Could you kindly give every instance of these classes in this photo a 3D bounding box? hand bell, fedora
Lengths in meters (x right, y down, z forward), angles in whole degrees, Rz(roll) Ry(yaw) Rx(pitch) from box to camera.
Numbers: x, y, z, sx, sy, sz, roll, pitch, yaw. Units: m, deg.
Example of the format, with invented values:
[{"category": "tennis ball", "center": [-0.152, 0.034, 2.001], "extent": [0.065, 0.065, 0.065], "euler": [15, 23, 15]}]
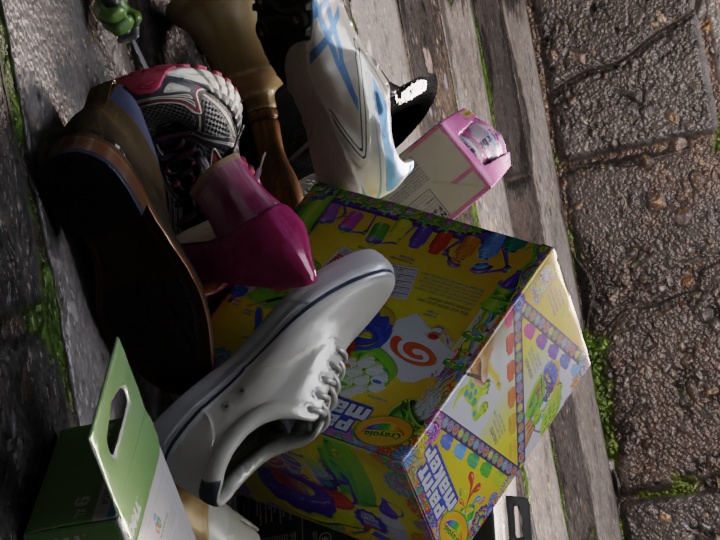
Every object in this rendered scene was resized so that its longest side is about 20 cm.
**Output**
[{"category": "hand bell", "center": [-0.068, -0.103, 1.755], "extent": [0.104, 0.104, 0.201], "euler": [30, 45, -74]}, {"category": "fedora", "center": [-0.036, -0.113, 1.886], "extent": [0.092, 0.201, 0.201], "euler": [50, 11, 7]}]

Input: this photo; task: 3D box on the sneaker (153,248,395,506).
[{"category": "sneaker", "center": [-0.042, 0.072, 1.546], "extent": [0.071, 0.200, 0.073], "euler": [40, -15, 24]}]

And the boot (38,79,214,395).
[{"category": "boot", "center": [-0.131, -0.021, 1.528], "extent": [0.097, 0.075, 0.200], "euler": [-79, 154, -51]}]

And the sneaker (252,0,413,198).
[{"category": "sneaker", "center": [-0.019, -0.143, 1.715], "extent": [0.072, 0.072, 0.200], "euler": [-30, 111, -32]}]

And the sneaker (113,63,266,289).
[{"category": "sneaker", "center": [-0.109, -0.066, 1.648], "extent": [0.200, 0.080, 0.075], "euler": [64, 22, -52]}]

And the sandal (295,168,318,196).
[{"category": "sandal", "center": [0.001, 0.000, 1.833], "extent": [0.048, 0.075, 0.201], "euler": [28, -22, 46]}]

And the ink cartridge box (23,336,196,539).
[{"category": "ink cartridge box", "center": [-0.139, 0.151, 1.390], "extent": [0.104, 0.059, 0.200], "euler": [-79, 156, -59]}]

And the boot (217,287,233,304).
[{"category": "boot", "center": [-0.055, 0.079, 1.831], "extent": [0.200, 0.070, 0.132], "euler": [68, 16, -2]}]

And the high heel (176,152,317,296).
[{"category": "high heel", "center": [-0.078, 0.004, 1.577], "extent": [0.096, 0.067, 0.200], "euler": [54, -30, 11]}]

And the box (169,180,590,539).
[{"category": "box", "center": [0.013, 0.067, 1.653], "extent": [0.193, 0.200, 0.122], "euler": [-52, 141, -28]}]

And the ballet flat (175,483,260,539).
[{"category": "ballet flat", "center": [-0.083, 0.192, 1.596], "extent": [0.200, 0.063, 0.069], "euler": [67, 18, -44]}]

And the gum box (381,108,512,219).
[{"category": "gum box", "center": [0.025, -0.044, 1.932], "extent": [0.066, 0.200, 0.114], "euler": [51, 16, -1]}]

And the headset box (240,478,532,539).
[{"category": "headset box", "center": [0.022, 0.189, 1.751], "extent": [0.093, 0.199, 0.175], "euler": [57, 25, -59]}]

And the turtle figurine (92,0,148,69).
[{"category": "turtle figurine", "center": [-0.117, -0.216, 1.587], "extent": [0.194, 0.144, 0.201], "euler": [10, 66, -71]}]
